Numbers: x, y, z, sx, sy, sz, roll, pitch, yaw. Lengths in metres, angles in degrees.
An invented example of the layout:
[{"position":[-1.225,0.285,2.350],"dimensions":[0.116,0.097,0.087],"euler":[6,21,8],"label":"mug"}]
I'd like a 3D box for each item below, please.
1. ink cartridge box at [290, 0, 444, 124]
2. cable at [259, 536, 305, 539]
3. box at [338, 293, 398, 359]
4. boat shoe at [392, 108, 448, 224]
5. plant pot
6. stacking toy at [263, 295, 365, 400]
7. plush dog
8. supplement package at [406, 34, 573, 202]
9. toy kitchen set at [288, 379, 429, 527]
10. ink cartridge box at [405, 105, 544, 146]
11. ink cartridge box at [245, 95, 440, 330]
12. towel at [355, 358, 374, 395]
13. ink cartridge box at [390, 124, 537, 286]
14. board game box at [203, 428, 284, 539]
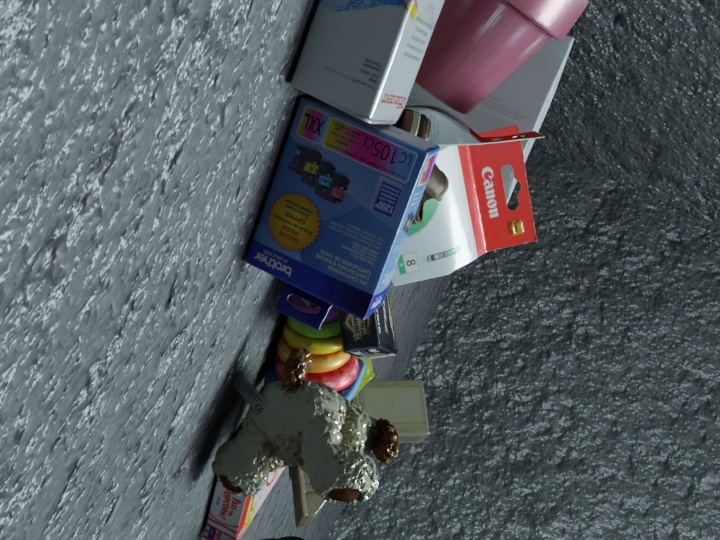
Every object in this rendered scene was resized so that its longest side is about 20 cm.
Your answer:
[{"position":[0.022,-0.242,0.955],"dimensions":[0.145,0.083,0.203],"euler":[-29,141,-75],"label":"ink cartridge box"},{"position":[-0.144,0.377,1.320],"dimensions":[0.200,0.160,0.052],"euler":[25,55,-81],"label":"cable"},{"position":[0.000,0.000,1.249],"dimensions":[0.199,0.049,0.204],"euler":[53,28,-80],"label":"box"},{"position":[0.059,-0.105,1.116],"dimensions":[0.203,0.073,0.076],"euler":[112,-10,-71],"label":"boat shoe"},{"position":[0.121,-0.285,1.174],"dimensions":[0.180,0.199,0.200],"euler":[-52,176,17],"label":"plant pot"},{"position":[-0.051,0.058,1.282],"dimensions":[0.110,0.114,0.203],"euler":[-57,156,-57],"label":"stacking toy"},{"position":[-0.051,0.182,1.208],"dimensions":[0.172,0.197,0.164],"euler":[34,58,-63],"label":"plush dog"},{"position":[0.160,-0.236,1.449],"dimensions":[0.147,0.189,0.202],"euler":[85,31,-74],"label":"supplement package"},{"position":[-0.009,0.273,1.529],"dimensions":[0.201,0.177,0.166],"euler":[115,-28,-60],"label":"toy kitchen set"},{"position":[0.106,-0.169,1.210],"dimensions":[0.160,0.196,0.048],"euler":[-60,146,-79],"label":"ink cartridge box"},{"position":[-0.022,-0.048,1.013],"dimensions":[0.076,0.135,0.203],"euler":[-35,147,-70],"label":"ink cartridge box"},{"position":[-0.038,0.162,1.393],"dimensions":[0.200,0.018,0.087],"euler":[-45,139,-45],"label":"towel"},{"position":[0.116,-0.079,1.322],"dimensions":[0.050,0.196,0.163],"euler":[-90,167,-67],"label":"ink cartridge box"},{"position":[-0.130,0.239,1.375],"dimensions":[0.200,0.046,0.153],"euler":[-55,165,-54],"label":"board game box"}]
